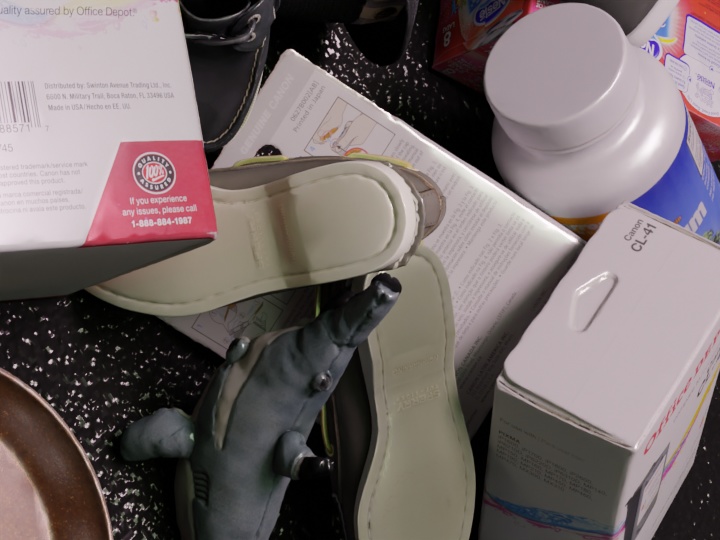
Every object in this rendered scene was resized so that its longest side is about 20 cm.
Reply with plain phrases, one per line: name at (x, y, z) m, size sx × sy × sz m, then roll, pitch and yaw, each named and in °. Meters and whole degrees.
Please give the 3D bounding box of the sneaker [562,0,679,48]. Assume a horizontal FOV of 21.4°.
sneaker at (0.162, -0.231, 1.064) m, size 0.099 × 0.071 × 0.201 m, roll 26°, pitch 98°, yaw -27°

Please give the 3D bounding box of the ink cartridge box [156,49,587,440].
ink cartridge box at (0.000, 0.000, 1.023) m, size 0.200 × 0.050 × 0.161 m, roll 32°, pitch 92°, yaw -10°

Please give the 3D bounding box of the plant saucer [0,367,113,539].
plant saucer at (-0.206, 0.136, 0.870) m, size 0.200 × 0.034 × 0.201 m, roll 10°, pitch 73°, yaw -36°

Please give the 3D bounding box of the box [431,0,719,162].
box at (0.151, -0.143, 1.181) m, size 0.199 × 0.095 × 0.100 m, roll 22°, pitch 66°, yaw -32°

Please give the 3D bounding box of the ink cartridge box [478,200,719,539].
ink cartridge box at (0.134, 0.087, 1.048) m, size 0.085 × 0.200 × 0.148 m, roll 26°, pitch 56°, yaw 17°

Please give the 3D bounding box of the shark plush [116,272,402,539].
shark plush at (-0.030, 0.076, 0.938) m, size 0.091 × 0.200 × 0.083 m, roll 22°, pitch 34°, yaw -44°

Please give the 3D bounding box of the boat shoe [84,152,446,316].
boat shoe at (-0.054, -0.019, 0.936) m, size 0.060 × 0.201 × 0.072 m, roll -15°, pitch 99°, yaw -61°

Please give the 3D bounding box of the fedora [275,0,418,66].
fedora at (-0.037, -0.191, 1.009) m, size 0.091 × 0.201 × 0.202 m, roll -13°, pitch 87°, yaw -12°

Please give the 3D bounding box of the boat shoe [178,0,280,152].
boat shoe at (-0.073, -0.142, 0.914) m, size 0.074 × 0.066 × 0.200 m, roll 5°, pitch 116°, yaw -11°

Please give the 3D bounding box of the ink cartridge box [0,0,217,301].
ink cartridge box at (-0.176, -0.094, 0.876) m, size 0.145 × 0.144 × 0.201 m, roll -4°, pitch 82°, yaw -39°

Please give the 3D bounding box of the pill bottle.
pill bottle at (0.141, -0.061, 1.097) m, size 0.200 × 0.112 × 0.112 m, roll 52°, pitch 48°, yaw -51°

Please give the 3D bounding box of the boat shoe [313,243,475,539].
boat shoe at (0.014, 0.080, 0.985) m, size 0.071 × 0.060 × 0.202 m, roll -9°, pitch 104°, yaw -32°
